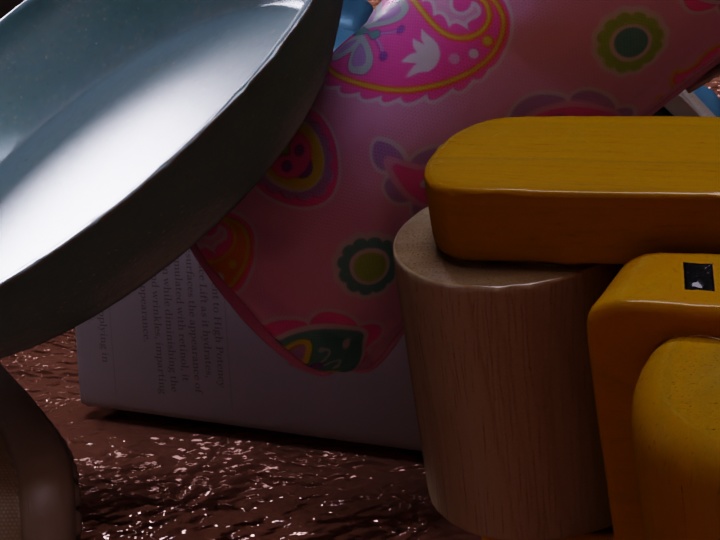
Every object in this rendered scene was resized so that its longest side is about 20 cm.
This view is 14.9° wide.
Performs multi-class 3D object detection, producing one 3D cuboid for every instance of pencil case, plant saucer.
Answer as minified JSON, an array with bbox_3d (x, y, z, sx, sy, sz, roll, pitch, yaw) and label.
[{"bbox_3d":[0.041,-0.054,0.796,0.200,0.088,0.087,-38,10,10],"label":"pencil case"},{"bbox_3d":[-0.078,-0.036,0.787,0.200,0.036,0.200,-30,26,16],"label":"plant saucer"}]

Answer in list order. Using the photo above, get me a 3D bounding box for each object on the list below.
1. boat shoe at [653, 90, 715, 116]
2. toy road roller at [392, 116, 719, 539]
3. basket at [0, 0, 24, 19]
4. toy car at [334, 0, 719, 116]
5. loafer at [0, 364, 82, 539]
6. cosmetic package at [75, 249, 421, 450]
[{"bbox_3d":[0.076,-0.052,0.937,0.200,0.063,0.073,33,15,-52],"label":"boat shoe"},{"bbox_3d":[0.090,0.044,0.690,0.199,0.123,0.146,3,28,26],"label":"toy road roller"},{"bbox_3d":[-0.191,-0.122,1.273,0.199,0.137,0.180,4,14,-42],"label":"basket"},{"bbox_3d":[0.071,-0.122,1.080,0.184,0.201,0.177,14,14,-3],"label":"toy car"},{"bbox_3d":[-0.137,0.050,0.806,0.068,0.076,0.200,-4,14,-23],"label":"loafer"},{"bbox_3d":[0.000,0.000,0.915,0.199,0.102,0.074,6,16,31],"label":"cosmetic package"}]
